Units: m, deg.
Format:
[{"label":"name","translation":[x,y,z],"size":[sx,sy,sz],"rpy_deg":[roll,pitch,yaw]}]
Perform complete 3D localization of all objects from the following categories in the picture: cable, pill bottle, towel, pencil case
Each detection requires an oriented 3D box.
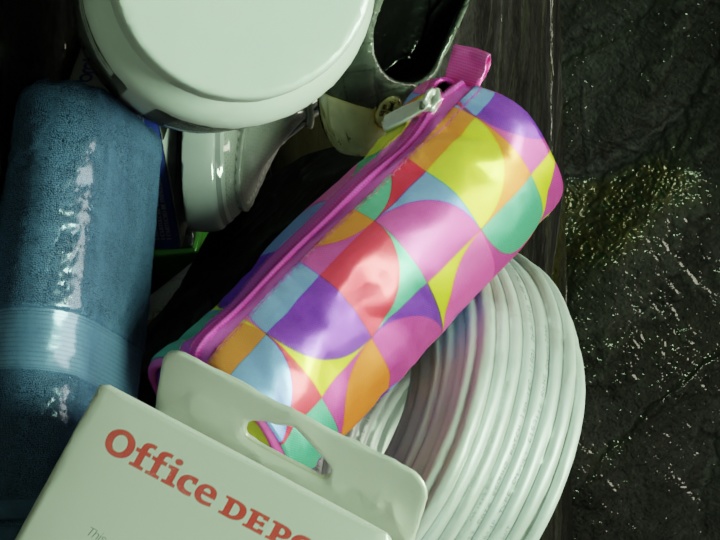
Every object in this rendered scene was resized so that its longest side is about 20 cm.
[{"label":"cable","translation":[0.019,0.076,1.141],"size":[0.200,0.069,0.200],"rpy_deg":[-42,-146,38]},{"label":"pill bottle","translation":[-0.055,-0.112,0.985],"size":[0.200,0.113,0.114],"rpy_deg":[-164,-105,-81]},{"label":"towel","translation":[-0.123,0.028,1.024],"size":[0.112,0.048,0.201],"rpy_deg":[52,42,-72]},{"label":"pencil case","translation":[0.000,0.000,1.059],"size":[0.200,0.088,0.088],"rpy_deg":[-49,151,-23]}]

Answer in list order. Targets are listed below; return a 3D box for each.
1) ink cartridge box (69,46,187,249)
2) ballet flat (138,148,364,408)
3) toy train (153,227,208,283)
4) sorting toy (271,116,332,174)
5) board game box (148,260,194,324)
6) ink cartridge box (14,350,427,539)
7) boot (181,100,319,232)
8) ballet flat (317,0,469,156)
[{"label":"ink cartridge box","translation":[-0.091,-0.112,1.187],"size":[0.200,0.044,0.094],"rpy_deg":[-78,167,-46]},{"label":"ballet flat","translation":[-0.042,0.007,1.152],"size":[0.200,0.066,0.057],"rpy_deg":[-53,128,-40]},{"label":"toy train","translation":[-0.076,-0.078,1.291],"size":[0.056,0.042,0.200],"rpy_deg":[58,34,-54]},{"label":"sorting toy","translation":[0.008,-0.011,1.440],"size":[0.199,0.069,0.201],"rpy_deg":[-135,-139,-65]},{"label":"board game box","translation":[-0.053,0.079,1.260],"size":[0.200,0.041,0.200],"rpy_deg":[-43,136,-48]},{"label":"ink cartridge box","translation":[-0.064,0.146,0.944],"size":[0.200,0.128,0.125],"rpy_deg":[-61,163,-7]},{"label":"boot","translation":[-0.024,-0.099,1.164],"size":[0.074,0.095,0.200],"rpy_deg":[83,13,-52]},{"label":"ballet flat","translation":[0.037,-0.135,1.101],"size":[0.066,0.057,0.200],"rpy_deg":[2,121,-50]}]
